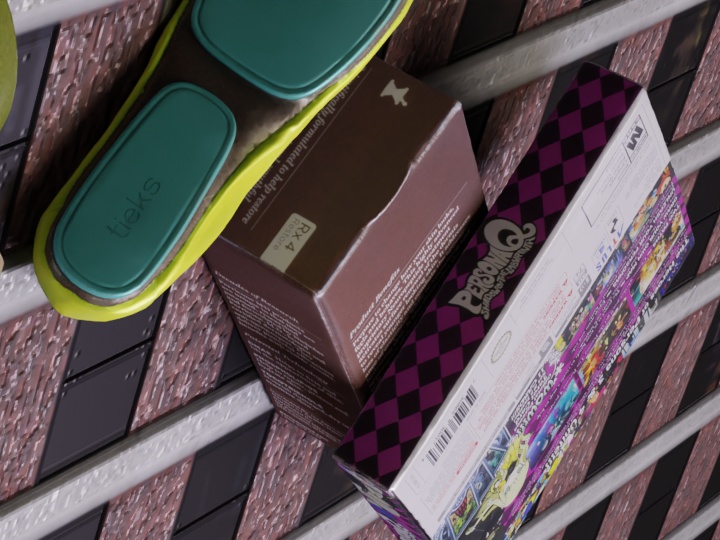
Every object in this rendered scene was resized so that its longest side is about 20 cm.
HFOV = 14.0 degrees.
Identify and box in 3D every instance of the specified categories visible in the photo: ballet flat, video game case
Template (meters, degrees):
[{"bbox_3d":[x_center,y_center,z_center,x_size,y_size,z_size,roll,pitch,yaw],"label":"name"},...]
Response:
[{"bbox_3d":[-0.049,-0.061,1.066,0.200,0.067,0.067,-52,178,-14],"label":"ballet flat"},{"bbox_3d":[0.072,0.031,1.271,0.200,0.036,0.181,-57,158,-10],"label":"video game case"}]

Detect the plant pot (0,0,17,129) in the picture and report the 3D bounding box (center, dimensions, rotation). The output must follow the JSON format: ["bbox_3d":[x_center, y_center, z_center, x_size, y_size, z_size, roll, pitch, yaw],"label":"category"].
[{"bbox_3d":[-0.180,-0.017,0.683,0.201,0.199,0.193,95,21,-47],"label":"plant pot"}]

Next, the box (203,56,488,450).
[{"bbox_3d":[0.000,0.000,1.220,0.100,0.075,0.200,-53,159,-17],"label":"box"}]

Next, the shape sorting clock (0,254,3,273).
[{"bbox_3d":[-0.152,0.047,0.928,0.200,0.039,0.201,14,90,-78],"label":"shape sorting clock"}]
